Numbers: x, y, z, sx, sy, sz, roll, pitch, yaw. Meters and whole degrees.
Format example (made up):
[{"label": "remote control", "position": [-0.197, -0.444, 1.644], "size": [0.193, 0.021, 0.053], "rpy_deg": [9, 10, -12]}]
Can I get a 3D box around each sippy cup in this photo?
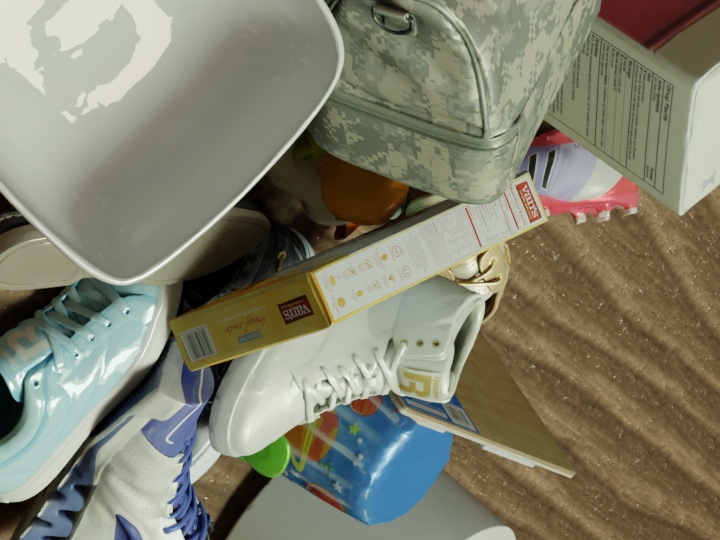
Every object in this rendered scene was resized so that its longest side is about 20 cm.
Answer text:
[{"label": "sippy cup", "position": [-0.009, 0.107, 1.710], "size": [0.178, 0.130, 0.140], "rpy_deg": [-40, 150, -24]}]

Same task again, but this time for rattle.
[{"label": "rattle", "position": [0.013, -0.042, 1.564], "size": [0.130, 0.143, 0.200], "rpy_deg": [-29, 147, -21]}]

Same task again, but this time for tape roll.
[{"label": "tape roll", "position": [0.002, 0.230, 1.834], "size": [0.203, 0.139, 0.203], "rpy_deg": [-39, 153, -24]}]

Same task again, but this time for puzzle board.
[{"label": "puzzle board", "position": [0.056, 0.073, 1.706], "size": [0.017, 0.151, 0.200], "rpy_deg": [-47, 139, 18]}]

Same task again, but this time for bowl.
[{"label": "bowl", "position": [-0.130, -0.118, 1.277], "size": [0.200, 0.075, 0.200], "rpy_deg": [-45, 115, -10]}]

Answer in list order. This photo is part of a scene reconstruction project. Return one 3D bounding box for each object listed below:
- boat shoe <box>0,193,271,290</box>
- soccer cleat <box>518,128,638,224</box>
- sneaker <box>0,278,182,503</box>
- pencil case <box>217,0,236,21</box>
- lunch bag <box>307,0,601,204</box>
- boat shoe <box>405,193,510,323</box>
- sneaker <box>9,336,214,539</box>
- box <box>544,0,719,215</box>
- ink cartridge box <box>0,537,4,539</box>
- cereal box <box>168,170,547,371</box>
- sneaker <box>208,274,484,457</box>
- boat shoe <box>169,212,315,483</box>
[{"label": "boat shoe", "position": [-0.139, -0.033, 1.405], "size": [0.200, 0.063, 0.073], "rpy_deg": [-5, 147, -41]}, {"label": "soccer cleat", "position": [0.133, -0.074, 1.809], "size": [0.200, 0.067, 0.077], "rpy_deg": [-2, 79, -43]}, {"label": "sneaker", "position": [-0.181, 0.052, 1.456], "size": [0.200, 0.074, 0.082], "rpy_deg": [-58, 152, 2]}, {"label": "pencil case", "position": [-0.077, -0.144, 1.380], "size": [0.089, 0.078, 0.201], "rpy_deg": [19, 110, -14]}, {"label": "lunch bag", "position": [0.057, -0.168, 1.371], "size": [0.168, 0.139, 0.200], "rpy_deg": [94, 22, -56]}, {"label": "boat shoe", "position": [0.076, -0.008, 1.716], "size": [0.073, 0.069, 0.200], "rpy_deg": [-14, 164, 4]}, {"label": "sneaker", "position": [-0.130, 0.138, 1.535], "size": [0.200, 0.115, 0.081], "rpy_deg": [-50, -165, 33]}, {"label": "box", "position": [0.182, -0.156, 1.630], "size": [0.109, 0.200, 0.128], "rpy_deg": [-37, 148, -26]}, {"label": "ink cartridge box", "position": [-0.222, 0.233, 1.460], "size": [0.116, 0.200, 0.067], "rpy_deg": [-1, 123, -55]}, {"label": "cereal box", "position": [0.000, 0.000, 1.474], "size": [0.200, 0.040, 0.144], "rpy_deg": [-26, -176, -42]}, {"label": "sneaker", "position": [-0.001, 0.062, 1.564], "size": [0.200, 0.115, 0.074], "rpy_deg": [-47, 148, -32]}, {"label": "boat shoe", "position": [-0.109, 0.049, 1.570], "size": [0.201, 0.071, 0.091], "rpy_deg": [-60, 151, -3]}]
